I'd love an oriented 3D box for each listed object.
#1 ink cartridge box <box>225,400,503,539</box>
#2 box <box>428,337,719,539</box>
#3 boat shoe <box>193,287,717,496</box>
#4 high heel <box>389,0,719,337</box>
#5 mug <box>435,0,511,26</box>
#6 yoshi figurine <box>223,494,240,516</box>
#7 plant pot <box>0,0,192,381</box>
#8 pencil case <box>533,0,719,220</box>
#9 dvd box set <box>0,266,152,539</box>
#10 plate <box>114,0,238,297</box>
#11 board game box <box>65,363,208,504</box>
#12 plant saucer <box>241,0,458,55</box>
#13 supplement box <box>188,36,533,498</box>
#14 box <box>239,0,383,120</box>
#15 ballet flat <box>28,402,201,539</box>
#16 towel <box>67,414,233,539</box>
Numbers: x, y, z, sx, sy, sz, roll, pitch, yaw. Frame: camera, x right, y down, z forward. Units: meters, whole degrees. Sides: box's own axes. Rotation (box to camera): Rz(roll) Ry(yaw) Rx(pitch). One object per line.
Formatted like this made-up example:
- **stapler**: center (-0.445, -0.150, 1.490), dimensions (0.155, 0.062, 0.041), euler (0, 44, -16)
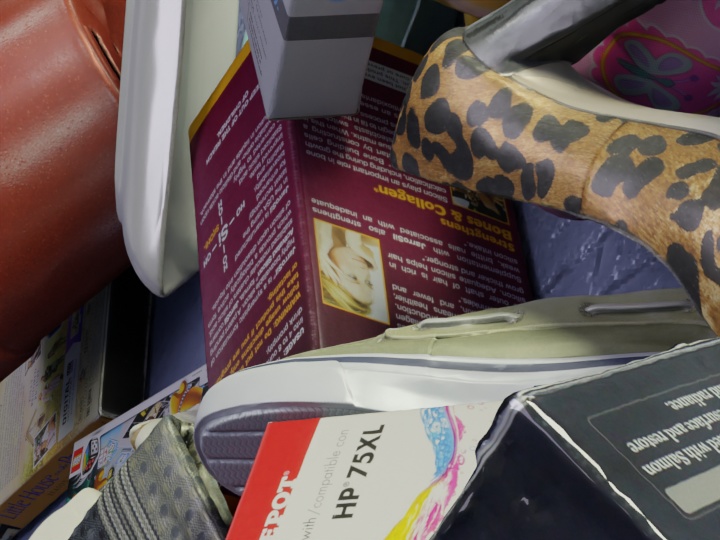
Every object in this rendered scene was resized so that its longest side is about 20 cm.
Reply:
- **ink cartridge box**: center (0.019, 0.105, 0.689), dimensions (0.199, 0.067, 0.117), euler (-8, 39, 25)
- **box**: center (0.083, 0.157, 0.515), dimensions (0.200, 0.117, 0.197), euler (44, 119, 23)
- **boat shoe**: center (0.041, 0.046, 0.755), dimensions (0.198, 0.072, 0.062), euler (-2, 43, 18)
- **high heel**: center (0.087, -0.003, 0.714), dimensions (0.142, 0.071, 0.201), euler (-33, 69, 36)
- **mug**: center (0.066, -0.169, 0.864), dimensions (0.149, 0.187, 0.154), euler (-25, 48, 21)
- **yoshi figurine**: center (-0.047, 0.183, 0.898), dimensions (0.112, 0.112, 0.201), euler (19, 92, 44)
- **plant pot**: center (-0.189, -0.055, 1.184), dimensions (0.195, 0.201, 0.201), euler (-33, 38, 12)
- **pencil case**: center (0.117, -0.103, 0.763), dimensions (0.200, 0.087, 0.088), euler (-48, 34, 39)
- **dvd box set**: center (-0.180, 0.064, 1.302), dimensions (0.200, 0.029, 0.147), euler (-41, 39, 46)
- **plate**: center (-0.084, -0.097, 1.027), dimensions (0.200, 0.032, 0.201), euler (-58, -28, -83)
- **board game box**: center (-0.098, 0.125, 1.094), dimensions (0.200, 0.034, 0.127), euler (-32, 47, 54)
- **plant saucer**: center (0.001, -0.128, 1.060), dimensions (0.200, 0.036, 0.201), euler (-44, 36, 45)
- **supplement box**: center (0.000, 0.000, 0.891), dimensions (0.086, 0.110, 0.201), euler (-52, 32, 37)
- **box**: center (-0.019, -0.177, 0.807), dimensions (0.200, 0.041, 0.157), euler (107, 154, -54)
- **ballet flat**: center (-0.091, 0.106, 0.955), dimensions (0.200, 0.072, 0.072), euler (-43, 19, -18)
- **towel**: center (-0.074, 0.187, 0.827), dimensions (0.193, 0.034, 0.201), euler (-51, 52, 29)
